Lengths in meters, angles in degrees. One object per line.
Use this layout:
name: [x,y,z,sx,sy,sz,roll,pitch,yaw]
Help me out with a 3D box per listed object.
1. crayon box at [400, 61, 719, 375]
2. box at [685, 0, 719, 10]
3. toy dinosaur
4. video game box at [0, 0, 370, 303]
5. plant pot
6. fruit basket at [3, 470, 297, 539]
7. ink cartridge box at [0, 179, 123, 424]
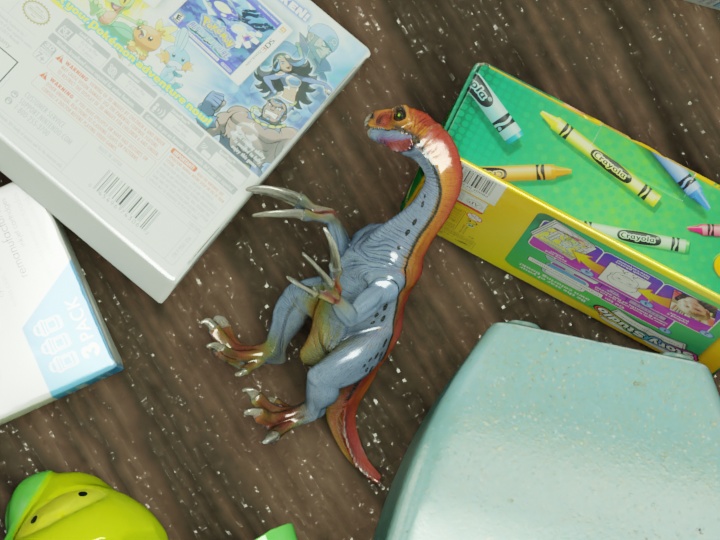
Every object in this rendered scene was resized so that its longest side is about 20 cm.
crayon box: [0.128,-0.024,1.496,0.199,0.119,0.058,28,72,-1]
box: [0.206,-0.196,1.511,0.199,0.112,0.102,15,88,-2]
toy dinosaur: [0.000,0.000,1.471,0.181,0.200,0.105,-39,53,17]
video game box: [-0.125,-0.113,1.502,0.200,0.047,0.182,40,66,0]
plant pot: [0.103,0.138,1.467,0.195,0.196,0.201,12,81,-1]
fruit basket: [-0.126,0.182,1.458,0.214,0.156,0.217,0,76,0]
ink cartridge box: [-0.242,0.041,1.513,0.199,0.068,0.116,-24,88,-2]
